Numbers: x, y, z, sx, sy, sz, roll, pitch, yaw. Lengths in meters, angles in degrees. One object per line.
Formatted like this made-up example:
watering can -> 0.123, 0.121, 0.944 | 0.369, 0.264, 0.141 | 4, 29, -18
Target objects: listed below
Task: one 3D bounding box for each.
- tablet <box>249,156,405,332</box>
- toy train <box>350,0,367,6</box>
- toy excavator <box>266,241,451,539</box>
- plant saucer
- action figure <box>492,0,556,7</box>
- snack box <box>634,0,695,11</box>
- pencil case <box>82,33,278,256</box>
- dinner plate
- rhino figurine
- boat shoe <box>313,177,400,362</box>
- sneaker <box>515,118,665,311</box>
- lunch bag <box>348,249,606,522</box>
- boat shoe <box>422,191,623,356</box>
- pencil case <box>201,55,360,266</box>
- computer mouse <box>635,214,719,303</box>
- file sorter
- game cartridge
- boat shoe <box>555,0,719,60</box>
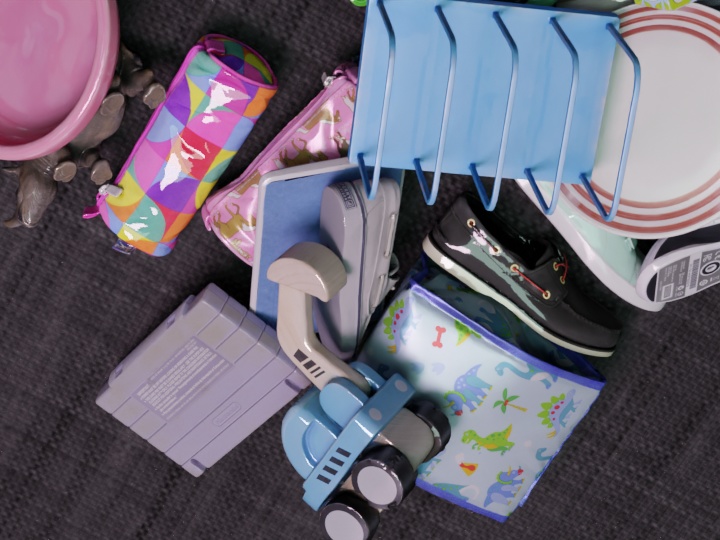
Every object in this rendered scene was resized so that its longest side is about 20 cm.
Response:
tablet -> -0.031, -0.018, 1.487 | 0.129, 0.014, 0.201 | -10, 138, -18
toy train -> -0.054, -0.288, 1.410 | 0.199, 0.042, 0.057 | 34, 101, -12
toy excavator -> -0.022, 0.101, 1.429 | 0.199, 0.100, 0.195 | 39, 129, 6
plant saucer -> -0.270, -0.190, 1.416 | 0.199, 0.051, 0.203 | 0, 90, 31
action figure -> 0.110, -0.212, 1.412 | 0.199, 0.118, 0.055 | -34, 97, 7
snack box -> 0.286, -0.301, 1.328 | 0.199, 0.053, 0.143 | -26, 115, -21
pencil case -> -0.151, -0.104, 1.473 | 0.088, 0.089, 0.201 | 32, 110, -12
dinner plate -> 0.239, -0.123, 1.404 | 0.198, 0.024, 0.202 | -1, 114, -2
rhino figurine -> -0.246, -0.110, 1.477 | 0.060, 0.088, 0.200 | 21, 118, -42
boat shoe -> 0.000, 0.000, 1.463 | 0.065, 0.072, 0.201 | -14, 134, -18
sneaker -> 0.227, -0.061, 1.479 | 0.118, 0.074, 0.200 | -39, 108, 15
lunch bag -> 0.092, 0.106, 1.531 | 0.199, 0.128, 0.171 | 33, 114, 0
boat shoe -> 0.152, 0.006, 1.512 | 0.200, 0.074, 0.063 | 33, 112, -12
pencil case -> -0.046, -0.089, 1.475 | 0.200, 0.083, 0.087 | -44, 85, 20
computer mouse -> 0.318, -0.030, 1.468 | 0.198, 0.044, 0.110 | -17, 147, -8
file sorter -> 0.100, -0.122, 1.316 | 0.198, 0.123, 0.140 | 5, 113, -7
game cartridge -> -0.142, 0.099, 1.558 | 0.129, 0.039, 0.200 | 41, 132, -10
boat shoe -> 0.263, -0.198, 1.413 | 0.198, 0.075, 0.094 | -10, 106, 6
